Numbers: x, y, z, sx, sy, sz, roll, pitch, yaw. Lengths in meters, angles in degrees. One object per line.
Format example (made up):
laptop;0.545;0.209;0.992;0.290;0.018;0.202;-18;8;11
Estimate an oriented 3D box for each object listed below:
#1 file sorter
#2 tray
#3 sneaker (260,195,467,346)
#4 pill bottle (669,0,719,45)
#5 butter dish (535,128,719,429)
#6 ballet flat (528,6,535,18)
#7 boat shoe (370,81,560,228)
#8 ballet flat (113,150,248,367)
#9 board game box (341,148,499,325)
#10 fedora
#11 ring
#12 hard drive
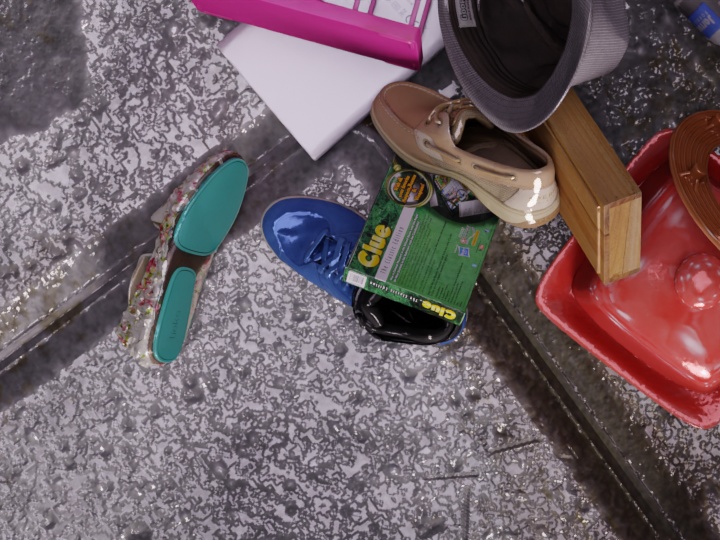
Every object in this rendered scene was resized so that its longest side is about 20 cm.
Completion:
file sorter;-0.032;-0.259;1.495;0.199;0.139;0.126;16;88;4
tray;0.166;-0.094;1.476;0.037;0.099;0.200;-20;52;-8
sneaker;0.001;-0.001;1.535;0.200;0.111;0.077;34;93;3
pill bottle;0.301;-0.259;1.508;0.114;0.114;0.200;-45;88;4
butter dish;0.274;0.008;1.499;0.200;0.148;0.200;38;93;3
ballet flat;0.183;-0.227;1.496;0.066;0.200;0.057;-1;69;-34
boat shoe;0.087;-0.112;1.494;0.071;0.065;0.200;-37;54;-27
ballet flat;-0.162;-0.016;1.571;0.064;0.076;0.201;20;87;37
board game box;0.065;-0.052;1.515;0.104;0.023;0.200;23;53;2
fedora;0.145;-0.205;1.424;0.200;0.090;0.177;53;134;39
ring;0.338;-0.057;1.482;0.200;0.200;0.019;41;130;2
hard drive;-0.007;-0.210;1.574;0.200;0.025;0.132;-41;88;4
